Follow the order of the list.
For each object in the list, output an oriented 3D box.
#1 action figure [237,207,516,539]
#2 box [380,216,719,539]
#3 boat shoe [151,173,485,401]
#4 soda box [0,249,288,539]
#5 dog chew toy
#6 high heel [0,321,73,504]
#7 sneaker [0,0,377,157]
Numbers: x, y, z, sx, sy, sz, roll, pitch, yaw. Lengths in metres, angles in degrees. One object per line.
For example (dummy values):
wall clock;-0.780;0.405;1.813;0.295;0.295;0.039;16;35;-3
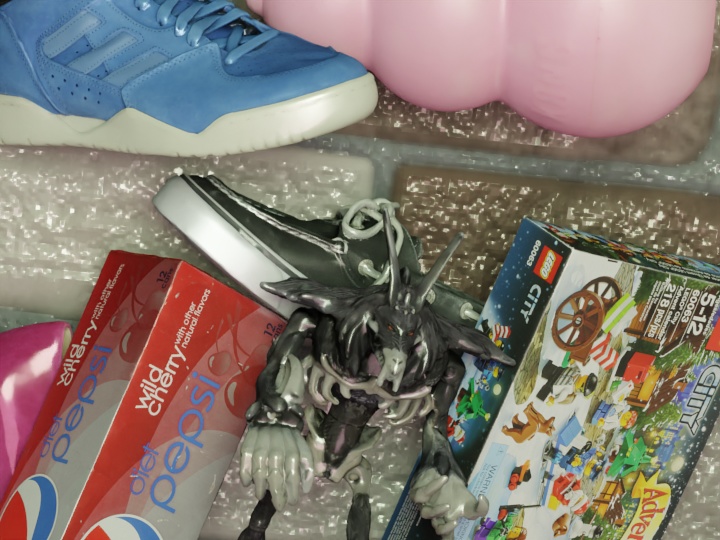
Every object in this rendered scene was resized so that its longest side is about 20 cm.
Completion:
action figure;-0.003;0.080;1.202;0.119;0.102;0.200;14;114;-16
box;0.093;0.083;1.280;0.136;0.038;0.200;12;107;-40
boat shoe;0.001;0.001;1.261;0.199;0.074;0.068;33;94;-16
soda box;-0.109;0.095;1.238;0.070;0.063;0.200;30;77;-34
dog chew toy;0.051;-0.121;1.209;0.199;0.125;0.125;2;106;1
high heel;-0.128;0.122;1.287;0.096;0.067;0.200;-28;94;13
sneaker;-0.085;-0.110;1.180;0.200;0.077;0.112;5;108;38
